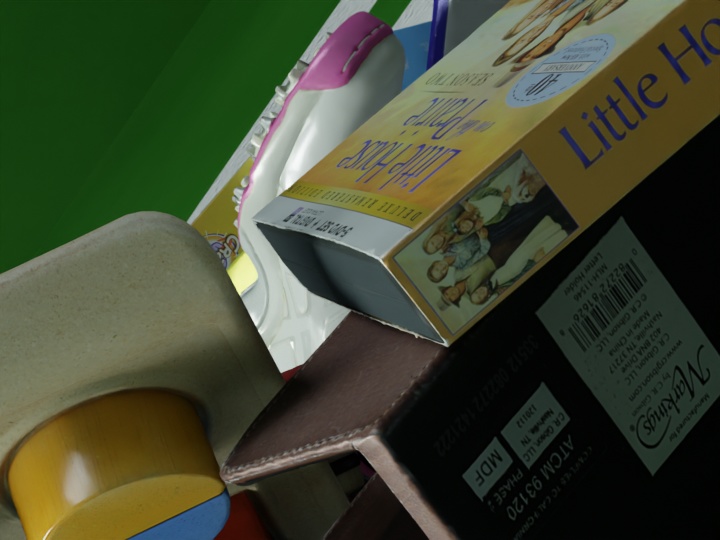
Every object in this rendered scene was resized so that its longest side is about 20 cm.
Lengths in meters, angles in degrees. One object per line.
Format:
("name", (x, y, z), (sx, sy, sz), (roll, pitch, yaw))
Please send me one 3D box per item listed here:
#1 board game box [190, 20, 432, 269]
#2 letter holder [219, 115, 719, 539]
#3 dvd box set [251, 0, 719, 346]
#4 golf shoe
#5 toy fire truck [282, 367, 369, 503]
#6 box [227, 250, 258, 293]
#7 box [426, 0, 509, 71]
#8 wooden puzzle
("board game box", (-0.014, -0.029, 1.204), (0.200, 0.040, 0.153), (-48, -13, 30))
("letter holder", (0.051, 0.026, 0.733), (0.200, 0.101, 0.142), (-47, 16, -32))
("dvd box set", (0.069, -0.061, 0.691), (0.200, 0.029, 0.146), (-40, 12, -7))
("golf shoe", (0.000, 0.000, 0.963), (0.075, 0.091, 0.200), (-49, -20, -44))
("toy fire truck", (-0.049, 0.107, 0.911), (0.199, 0.112, 0.168), (-24, -2, -5))
("box", (-0.012, 0.010, 1.138), (0.117, 0.048, 0.200), (-47, -11, 30))
("box", (0.092, -0.146, 1.033), (0.200, 0.104, 0.185), (-73, -10, -58))
("wooden puzzle", (-0.094, 0.088, 0.729), (0.185, 0.200, 0.046), (-25, 53, 0))
